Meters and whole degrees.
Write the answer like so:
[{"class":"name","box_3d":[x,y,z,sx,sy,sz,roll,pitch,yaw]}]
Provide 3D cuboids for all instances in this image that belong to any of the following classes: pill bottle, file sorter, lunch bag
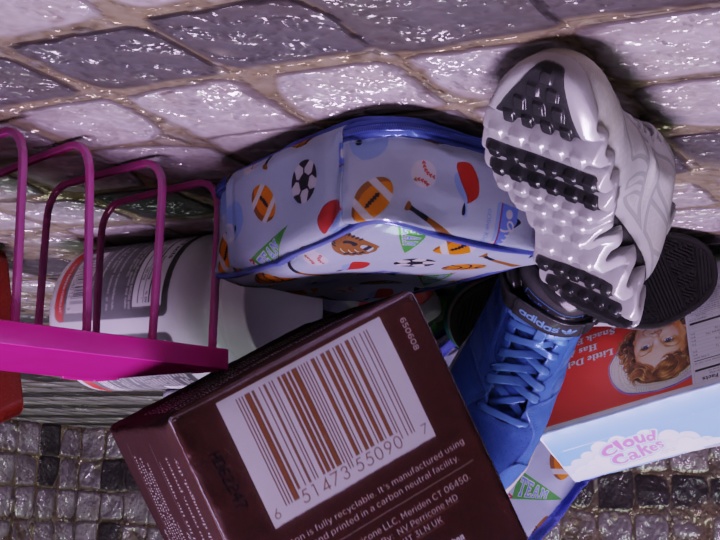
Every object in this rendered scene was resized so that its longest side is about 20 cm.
[{"class":"pill bottle","box_3d":[-0.135,0.033,1.012,0.198,0.117,0.115,-5,167,35]},{"class":"file sorter","box_3d":[-0.195,-0.008,0.778,0.138,0.127,0.199,-9,166,43]},{"class":"lunch bag","box_3d":[0.014,-0.029,0.770,0.159,0.077,0.199,7,168,-36]},{"class":"lunch bag","box_3d":[0.096,0.136,1.098,0.124,0.170,0.200,-40,178,-14]}]

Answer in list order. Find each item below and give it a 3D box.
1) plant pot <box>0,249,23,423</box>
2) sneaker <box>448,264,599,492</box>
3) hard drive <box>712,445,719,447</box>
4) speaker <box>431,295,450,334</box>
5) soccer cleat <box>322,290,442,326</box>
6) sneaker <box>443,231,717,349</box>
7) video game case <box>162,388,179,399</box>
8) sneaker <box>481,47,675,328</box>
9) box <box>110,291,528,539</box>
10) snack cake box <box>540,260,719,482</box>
[{"class":"plant pot","box_3d":[-0.385,0.065,1.082,0.175,0.202,0.199,-5,174,-30]},{"class":"sneaker","box_3d":[0.103,0.045,0.824,0.076,0.201,0.111,24,166,5]},{"class":"hard drive","box_3d":[0.249,0.139,1.100,0.130,0.027,0.200,-5,169,0]},{"class":"speaker","box_3d":[0.148,0.073,1.243,0.198,0.090,0.088,7,169,-21]},{"class":"soccer cleat","box_3d":[0.000,0.000,0.989,0.068,0.074,0.200,-25,-165,-15]},{"class":"sneaker","box_3d":[0.150,0.017,0.963,0.198,0.085,0.121,-12,-174,-7]},{"class":"video game case","box_3d":[-0.063,0.090,1.120,0.180,0.022,0.200,-7,-177,2]},{"class":"sneaker","box_3d":[0.116,-0.052,0.650,0.075,0.081,0.200,29,164,30]},{"class":"box","box_3d":[-0.033,0.129,0.805,0.165,0.166,0.200,-27,-178,-21]},{"class":"snack cake box","box_3d":[0.231,0.068,0.955,0.198,0.116,0.067,-20,131,26]}]
